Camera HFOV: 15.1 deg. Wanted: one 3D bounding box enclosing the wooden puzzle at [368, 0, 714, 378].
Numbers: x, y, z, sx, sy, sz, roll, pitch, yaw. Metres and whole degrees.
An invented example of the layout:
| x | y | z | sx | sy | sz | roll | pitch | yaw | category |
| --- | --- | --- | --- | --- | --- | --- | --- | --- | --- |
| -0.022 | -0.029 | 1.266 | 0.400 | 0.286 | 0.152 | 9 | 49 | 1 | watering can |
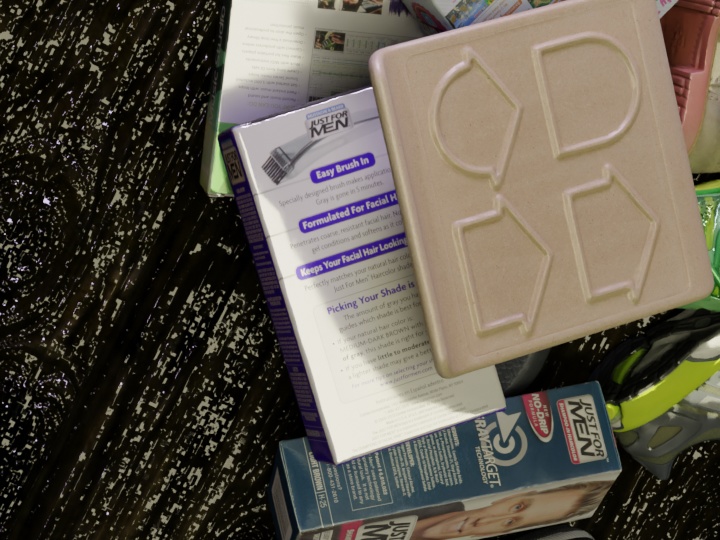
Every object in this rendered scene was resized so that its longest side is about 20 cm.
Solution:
| x | y | z | sx | sy | sz | roll | pitch | yaw | category |
| --- | --- | --- | --- | --- | --- | --- | --- | --- | --- |
| 0.099 | -0.053 | 1.531 | 0.199 | 0.046 | 0.187 | -17 | 99 | -28 | wooden puzzle |

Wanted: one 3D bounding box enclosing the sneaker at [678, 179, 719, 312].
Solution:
| x | y | z | sx | sy | sz | roll | pitch | yaw | category |
| --- | --- | --- | --- | --- | --- | --- | --- | --- | --- |
| 0.206 | -0.010 | 1.621 | 0.199 | 0.083 | 0.075 | -20 | 127 | -27 | sneaker |

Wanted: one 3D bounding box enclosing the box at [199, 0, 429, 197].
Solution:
| x | y | z | sx | sy | sz | roll | pitch | yaw | category |
| --- | --- | --- | --- | --- | --- | --- | --- | --- | --- |
| -0.013 | -0.138 | 1.598 | 0.143 | 0.036 | 0.202 | 5 | 101 | -14 | box |

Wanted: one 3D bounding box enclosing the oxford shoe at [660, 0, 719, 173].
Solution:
| x | y | z | sx | sy | sz | roll | pitch | yaw | category |
| --- | --- | --- | --- | --- | --- | --- | --- | --- | --- |
| 0.221 | -0.155 | 1.638 | 0.073 | 0.071 | 0.201 | 11 | 104 | -36 | oxford shoe |

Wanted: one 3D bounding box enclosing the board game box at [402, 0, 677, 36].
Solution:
| x | y | z | sx | sy | sz | roll | pitch | yaw | category |
| --- | --- | --- | --- | --- | --- | --- | --- | --- | --- |
| 0.086 | -0.198 | 1.558 | 0.148 | 0.064 | 0.200 | -44 | 118 | -10 | board game box |

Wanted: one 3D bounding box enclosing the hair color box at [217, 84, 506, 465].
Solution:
| x | y | z | sx | sy | sz | roll | pitch | yaw | category |
| --- | --- | --- | --- | --- | --- | --- | --- | --- | --- |
| 0.000 | 0.000 | 1.556 | 0.109 | 0.065 | 0.201 | -17 | 93 | -12 | hair color box |

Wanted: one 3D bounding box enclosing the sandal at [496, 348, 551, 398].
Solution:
| x | y | z | sx | sy | sz | roll | pitch | yaw | category |
| --- | --- | --- | --- | --- | --- | --- | --- | --- | --- |
| 0.113 | -0.010 | 1.639 | 0.043 | 0.076 | 0.201 | 14 | 102 | -42 | sandal |

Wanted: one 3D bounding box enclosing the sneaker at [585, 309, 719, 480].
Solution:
| x | y | z | sx | sy | sz | roll | pitch | yaw | category |
| --- | --- | --- | --- | --- | --- | --- | --- | --- | --- |
| 0.237 | 0.054 | 1.687 | 0.199 | 0.074 | 0.081 | -30 | 118 | 2 | sneaker |

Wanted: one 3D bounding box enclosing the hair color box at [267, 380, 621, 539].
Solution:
| x | y | z | sx | sy | sz | roll | pitch | yaw | category |
| --- | --- | --- | --- | --- | --- | --- | --- | --- | --- |
| 0.049 | 0.126 | 1.632 | 0.199 | 0.100 | 0.061 | -11 | 71 | -10 | hair color box |

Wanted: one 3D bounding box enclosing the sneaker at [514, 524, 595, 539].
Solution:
| x | y | z | sx | sy | sz | roll | pitch | yaw | category |
| --- | --- | --- | --- | --- | --- | --- | --- | --- | --- |
| 0.061 | 0.228 | 1.683 | 0.199 | 0.075 | 0.088 | -14 | 129 | 1 | sneaker |
